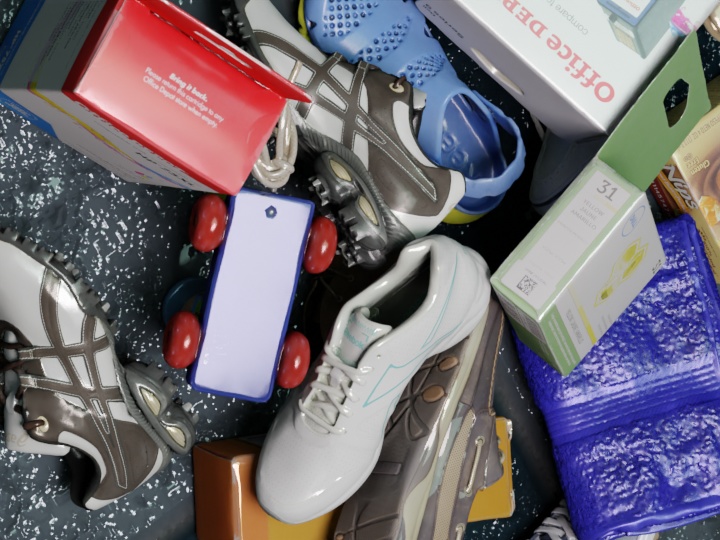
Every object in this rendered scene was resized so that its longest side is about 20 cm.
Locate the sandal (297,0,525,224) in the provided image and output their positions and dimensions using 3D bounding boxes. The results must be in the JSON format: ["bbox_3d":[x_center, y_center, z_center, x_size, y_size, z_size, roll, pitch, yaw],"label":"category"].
[{"bbox_3d":[0.041,-0.113,1.559,0.079,0.087,0.200,-48,111,-14],"label":"sandal"}]

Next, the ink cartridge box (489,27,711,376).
[{"bbox_3d":[0.166,-0.038,1.543,0.048,0.146,0.200,40,85,19],"label":"ink cartridge box"}]

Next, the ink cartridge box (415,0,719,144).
[{"bbox_3d":[0.151,-0.199,1.544,0.145,0.088,0.200,41,84,-8],"label":"ink cartridge box"}]

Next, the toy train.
[{"bbox_3d":[-0.067,-0.031,1.481,0.085,0.116,0.200,11,97,-18],"label":"toy train"}]

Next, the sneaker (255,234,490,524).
[{"bbox_3d":[-0.004,0.058,1.471,0.200,0.070,0.080,-55,157,-1],"label":"sneaker"}]

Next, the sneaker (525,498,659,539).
[{"bbox_3d":[0.122,0.188,1.638,0.108,0.070,0.200,26,86,-29],"label":"sneaker"}]

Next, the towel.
[{"bbox_3d":[0.184,0.069,1.623,0.148,0.050,0.200,-15,79,-14],"label":"towel"}]

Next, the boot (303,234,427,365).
[{"bbox_3d":[0.000,0.000,1.561,0.075,0.074,0.200,-14,103,-17],"label":"boot"}]

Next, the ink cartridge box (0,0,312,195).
[{"bbox_3d":[-0.124,-0.101,1.410,0.116,0.200,0.067,32,80,-26],"label":"ink cartridge box"}]

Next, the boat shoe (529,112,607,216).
[{"bbox_3d":[0.146,-0.135,1.618,0.086,0.075,0.202,35,76,-26],"label":"boat shoe"}]

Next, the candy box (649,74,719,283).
[{"bbox_3d":[0.292,-0.091,1.708,0.200,0.055,0.116,-36,109,-20],"label":"candy box"}]

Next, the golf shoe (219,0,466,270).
[{"bbox_3d":[-0.013,-0.100,1.507,0.094,0.078,0.200,-29,79,-11],"label":"golf shoe"}]

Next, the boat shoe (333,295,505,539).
[{"bbox_3d":[0.046,0.110,1.526,0.073,0.074,0.200,30,76,-36],"label":"boat shoe"}]

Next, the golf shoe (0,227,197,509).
[{"bbox_3d":[-0.184,0.056,1.455,0.094,0.078,0.200,-45,112,-17],"label":"golf shoe"}]

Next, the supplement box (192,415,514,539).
[{"bbox_3d":[-0.003,0.132,1.571,0.200,0.069,0.067,-5,98,-25],"label":"supplement box"}]

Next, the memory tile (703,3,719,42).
[{"bbox_3d":[0.225,-0.261,1.631,0.200,0.017,0.153,43,71,-14],"label":"memory tile"}]
